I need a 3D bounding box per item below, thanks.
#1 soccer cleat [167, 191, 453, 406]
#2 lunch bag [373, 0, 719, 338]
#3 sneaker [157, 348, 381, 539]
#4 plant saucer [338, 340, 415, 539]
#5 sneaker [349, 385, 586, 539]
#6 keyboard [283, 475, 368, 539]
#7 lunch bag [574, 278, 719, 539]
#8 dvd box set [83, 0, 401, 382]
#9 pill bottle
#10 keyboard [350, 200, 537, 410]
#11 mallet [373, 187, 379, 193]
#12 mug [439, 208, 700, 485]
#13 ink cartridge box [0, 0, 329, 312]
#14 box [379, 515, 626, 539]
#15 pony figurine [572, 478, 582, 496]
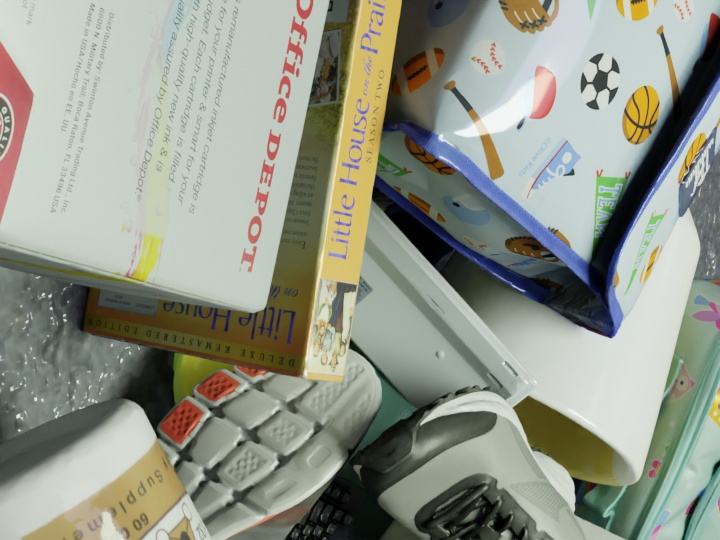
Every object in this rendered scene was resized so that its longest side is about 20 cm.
[{"bbox_3d":[-0.021,0.015,0.838,0.200,0.084,0.065,-44,132,-45],"label":"soccer cleat"},{"bbox_3d":[0.099,-0.081,0.763,0.200,0.124,0.170,38,78,-39],"label":"lunch bag"},{"bbox_3d":[-0.068,0.114,0.775,0.200,0.077,0.082,-43,155,-5],"label":"sneaker"},{"bbox_3d":[0.015,0.098,0.962,0.200,0.036,0.200,-18,112,-55],"label":"plant saucer"},{"bbox_3d":[0.065,0.116,0.794,0.200,0.074,0.079,38,21,-52],"label":"sneaker"},{"bbox_3d":[-0.047,0.203,0.869,0.127,0.021,0.200,37,78,-55],"label":"keyboard"},{"bbox_3d":[0.210,0.108,0.978,0.160,0.077,0.200,8,106,-44],"label":"lunch bag"},{"bbox_3d":[-0.051,-0.060,0.713,0.029,0.146,0.200,10,88,-47],"label":"dvd box set"},{"bbox_3d":[-0.095,0.163,0.661,0.114,0.114,0.200,-36,102,-49],"label":"pill bottle"},{"bbox_3d":[0.000,0.000,0.798,0.200,0.056,0.011,48,24,-6],"label":"keyboard"},{"bbox_3d":[0.016,-0.079,0.925,0.041,0.066,0.200,-51,170,16],"label":"mallet"},{"bbox_3d":[0.104,0.017,0.913,0.149,0.187,0.153,31,74,-16],"label":"mug"},{"bbox_3d":[-0.128,-0.077,0.587,0.200,0.145,0.145,21,80,-58],"label":"ink cartridge box"},{"bbox_3d":[0.048,0.213,0.878,0.200,0.124,0.098,-46,152,-45],"label":"box"},{"bbox_3d":[0.136,0.116,1.081,0.200,0.166,0.193,-49,168,-46],"label":"pony figurine"}]
